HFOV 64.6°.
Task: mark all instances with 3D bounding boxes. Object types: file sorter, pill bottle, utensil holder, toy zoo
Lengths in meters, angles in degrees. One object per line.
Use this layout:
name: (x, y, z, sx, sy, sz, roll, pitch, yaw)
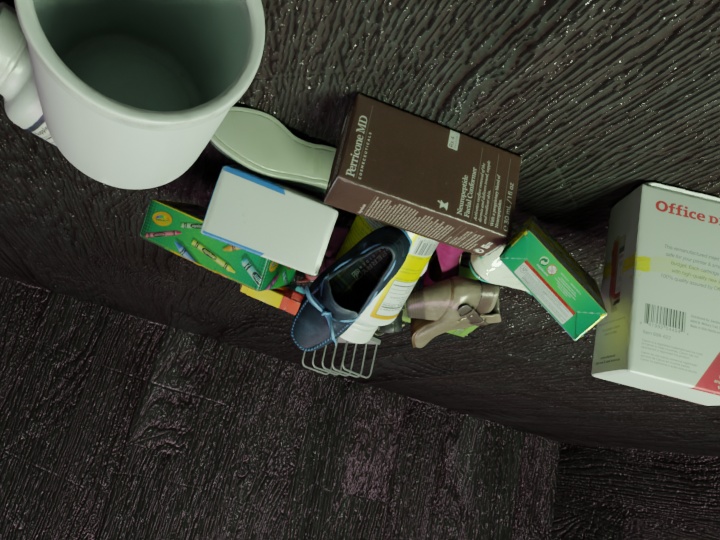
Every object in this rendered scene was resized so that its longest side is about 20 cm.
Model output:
file sorter: (-0.063, 0.248, 1.726, 0.197, 0.128, 0.137, -5, 155, 45)
pill bottle: (0.024, -0.009, 0.733, 0.107, 0.203, 0.110, 24, -157, -11)
utensil holder: (-0.188, -0.171, 0.478, 0.167, 0.174, 0.199, 21, 163, -23)
pill bottle: (-0.307, -0.185, 0.618, 0.109, 0.114, 0.199, -1, 157, 40)
toy zoo: (-0.106, 0.039, 0.869, 0.196, 0.021, 0.131, 23, -174, -4)

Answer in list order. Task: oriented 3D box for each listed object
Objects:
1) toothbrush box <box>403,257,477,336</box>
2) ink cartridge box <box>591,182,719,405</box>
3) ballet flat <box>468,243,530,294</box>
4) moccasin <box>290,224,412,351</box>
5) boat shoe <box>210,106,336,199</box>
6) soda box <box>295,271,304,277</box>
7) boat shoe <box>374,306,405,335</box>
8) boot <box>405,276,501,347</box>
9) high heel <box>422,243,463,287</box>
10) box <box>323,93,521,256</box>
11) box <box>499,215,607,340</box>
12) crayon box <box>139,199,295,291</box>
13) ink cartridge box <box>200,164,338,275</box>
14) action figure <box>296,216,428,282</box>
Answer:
toothbrush box: (0.119, 0.042, 1.021, 0.194, 0.088, 0.146, 13, 162, -1)
ink cartridge box: (0.343, 0.027, 0.614, 0.141, 0.205, 0.084, 13, 166, 0)
ballet flat: (0.236, -0.006, 0.811, 0.197, 0.072, 0.069, 10, 169, -40)
moccasin: (-0.024, 0.022, 0.660, 0.080, 0.201, 0.068, 39, -156, 1)
boat shoe: (-0.094, -0.131, 0.686, 0.196, 0.075, 0.061, 16, 159, -24)
soda box: (-0.176, -0.050, 1.007, 0.195, 0.065, 0.071, 17, 163, -8)
boat shoe: (0.029, 0.072, 0.902, 0.072, 0.062, 0.200, -5, 174, -13)
boot: (0.147, 0.072, 0.894, 0.142, 0.072, 0.201, -4, 156, 8)
high heel: (0.113, -0.024, 0.854, 0.094, 0.069, 0.201, 8, 149, -17)
box: (0.068, -0.098, 0.613, 0.195, 0.103, 0.075, 16, 162, -10)
box: (0.221, -0.003, 0.658, 0.118, 0.048, 0.199, 48, -158, 6)
crayon box: (-0.197, -0.038, 0.820, 0.196, 0.060, 0.119, 23, -172, 13)
ink cartridge box: (-0.116, -0.073, 0.736, 0.143, 0.086, 0.200, 19, -172, -13)
action figure: (0.000, 0.000, 0.849, 0.194, 0.137, 0.149, -12, -161, -2)
